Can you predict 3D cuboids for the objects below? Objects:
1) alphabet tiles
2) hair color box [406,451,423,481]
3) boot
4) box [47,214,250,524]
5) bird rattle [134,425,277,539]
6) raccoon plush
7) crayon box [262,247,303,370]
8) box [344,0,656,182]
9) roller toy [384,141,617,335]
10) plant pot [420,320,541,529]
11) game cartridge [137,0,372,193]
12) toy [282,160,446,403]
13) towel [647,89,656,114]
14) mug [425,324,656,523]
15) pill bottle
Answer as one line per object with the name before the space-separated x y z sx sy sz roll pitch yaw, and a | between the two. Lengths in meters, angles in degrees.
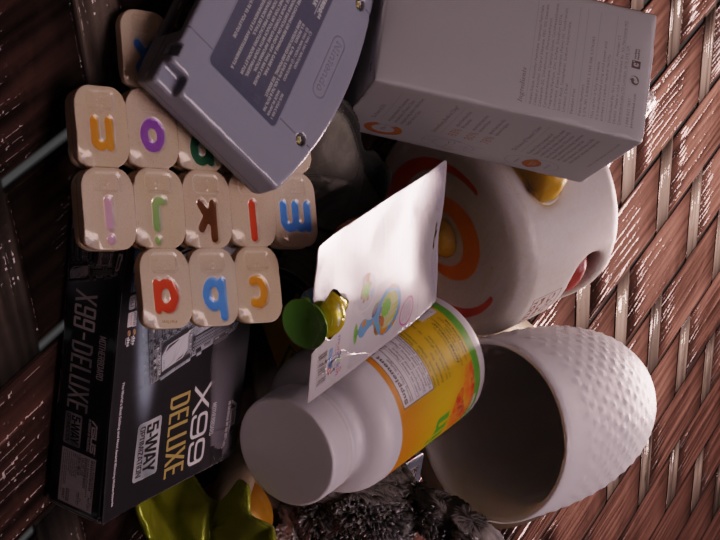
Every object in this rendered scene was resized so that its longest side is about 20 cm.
alphabet tiles | -0.103 -0.063 1.043 0.199 0.015 0.198 -2 84 -48
hair color box | -0.016 0.240 1.410 0.060 0.098 0.202 -20 124 -59
boot | -0.039 -0.048 1.179 0.200 0.067 0.132 45 54 -53
box | -0.136 0.049 1.111 0.157 0.049 0.202 -20 123 -57
bird rattle | -0.097 0.212 1.244 0.164 0.111 0.201 -70 163 -44
raccoon plush | -0.001 0.220 1.315 0.097 0.199 0.135 -30 152 -55
crayon box | -0.020 0.033 1.330 0.127 0.050 0.201 -57 150 -29
box | 0.096 -0.143 1.193 0.124 0.198 0.099 142 -42 -73
roller toy | 0.109 -0.046 1.365 0.139 0.199 0.184 -25 114 -36
plant pot | 0.105 0.103 1.504 0.188 0.186 0.201 -59 139 -25
game cartridge | -0.058 -0.157 1.071 0.133 0.041 0.201 47 53 -37
toy | 0.000 0.000 1.170 0.200 0.047 0.116 -40 139 -57
towel | 0.170 -0.162 1.471 0.200 0.034 0.133 38 85 -26
mug | 0.146 0.134 1.371 0.174 0.148 0.200 -9 147 -48
pill bottle | 0.001 0.097 1.230 0.200 0.110 0.112 -29 131 -52
